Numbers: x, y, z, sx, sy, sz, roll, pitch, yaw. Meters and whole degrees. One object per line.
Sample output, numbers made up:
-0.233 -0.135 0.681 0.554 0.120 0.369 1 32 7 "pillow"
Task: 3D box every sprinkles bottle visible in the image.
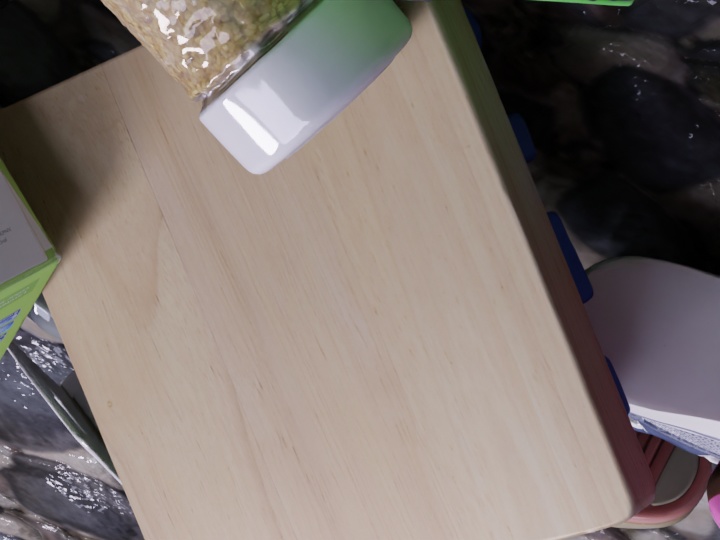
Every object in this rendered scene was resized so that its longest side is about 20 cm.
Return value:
-0.074 -0.122 0.786 0.200 0.068 0.068 47 148 -5 "sprinkles bottle"

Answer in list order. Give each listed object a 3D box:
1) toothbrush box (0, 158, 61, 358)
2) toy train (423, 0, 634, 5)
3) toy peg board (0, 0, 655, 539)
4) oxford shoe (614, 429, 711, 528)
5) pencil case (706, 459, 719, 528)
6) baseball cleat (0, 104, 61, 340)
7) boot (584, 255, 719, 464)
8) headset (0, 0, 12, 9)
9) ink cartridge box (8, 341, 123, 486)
-0.206 0.023 0.949 0.086 0.145 0.200 58 157 8 "toothbrush box"
-0.006 -0.101 0.736 0.199 0.056 0.042 0 125 -25 "toy train"
0.000 0.000 0.907 0.199 0.098 0.200 -20 94 36 "toy peg board"
0.055 0.061 1.040 0.200 0.071 0.074 21 156 32 "oxford shoe"
0.174 0.021 0.794 0.091 0.094 0.200 37 134 18 "pencil case"
-0.161 -0.034 1.066 0.200 0.070 0.106 44 155 -12 "baseball cleat"
0.162 0.045 0.938 0.200 0.073 0.090 22 173 1 "boot"
-0.177 -0.132 0.859 0.094 0.124 0.200 9 167 30 "headset"
-0.053 0.084 1.107 0.200 0.068 0.115 47 177 -34 "ink cartridge box"
